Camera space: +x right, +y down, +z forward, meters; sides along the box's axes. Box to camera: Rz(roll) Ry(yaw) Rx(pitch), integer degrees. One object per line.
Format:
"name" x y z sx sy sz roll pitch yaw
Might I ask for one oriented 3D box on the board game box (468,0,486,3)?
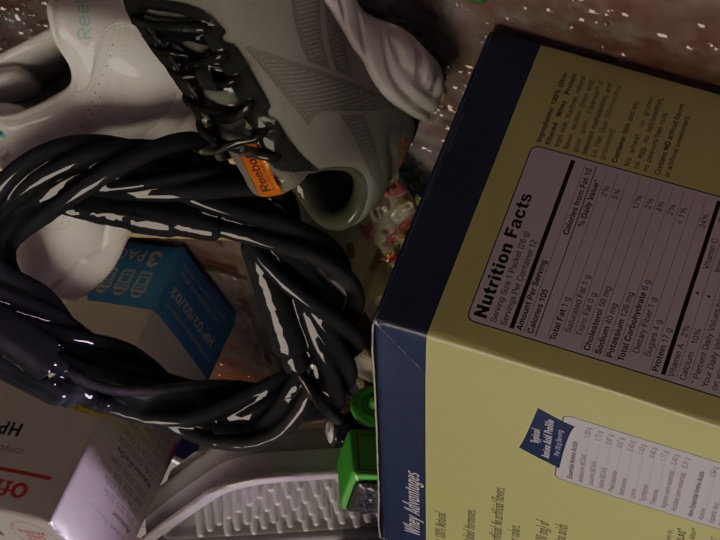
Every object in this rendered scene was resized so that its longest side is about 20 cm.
"board game box" -0.047 -0.165 0.693 0.199 0.029 0.135 17 152 13

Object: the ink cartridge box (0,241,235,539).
"ink cartridge box" -0.158 0.082 1.021 0.115 0.201 0.068 5 147 30

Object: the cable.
"cable" -0.078 0.010 0.865 0.200 0.051 0.163 31 130 -27

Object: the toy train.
"toy train" 0.083 0.086 0.933 0.199 0.057 0.042 3 141 -11

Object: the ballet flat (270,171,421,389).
"ballet flat" 0.000 0.000 0.907 0.075 0.064 0.200 6 147 32

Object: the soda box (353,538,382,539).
"soda box" 0.016 0.191 1.077 0.068 0.064 0.200 4 -168 -4

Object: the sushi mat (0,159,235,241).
"sushi mat" -0.114 -0.042 0.974 0.199 0.012 0.096 2 145 35

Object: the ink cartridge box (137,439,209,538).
"ink cartridge box" -0.101 0.144 1.258 0.199 0.041 0.200 26 152 -4

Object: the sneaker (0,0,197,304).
"sneaker" -0.130 -0.055 0.863 0.088 0.076 0.200 5 146 -28

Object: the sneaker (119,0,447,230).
"sneaker" -0.037 -0.075 0.737 0.074 0.080 0.200 13 167 37

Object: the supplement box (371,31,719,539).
"supplement box" 0.120 0.040 0.808 0.199 0.135 0.200 17 151 11

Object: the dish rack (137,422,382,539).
"dish rack" -0.005 0.102 1.035 0.199 0.044 0.172 -1 163 -25
